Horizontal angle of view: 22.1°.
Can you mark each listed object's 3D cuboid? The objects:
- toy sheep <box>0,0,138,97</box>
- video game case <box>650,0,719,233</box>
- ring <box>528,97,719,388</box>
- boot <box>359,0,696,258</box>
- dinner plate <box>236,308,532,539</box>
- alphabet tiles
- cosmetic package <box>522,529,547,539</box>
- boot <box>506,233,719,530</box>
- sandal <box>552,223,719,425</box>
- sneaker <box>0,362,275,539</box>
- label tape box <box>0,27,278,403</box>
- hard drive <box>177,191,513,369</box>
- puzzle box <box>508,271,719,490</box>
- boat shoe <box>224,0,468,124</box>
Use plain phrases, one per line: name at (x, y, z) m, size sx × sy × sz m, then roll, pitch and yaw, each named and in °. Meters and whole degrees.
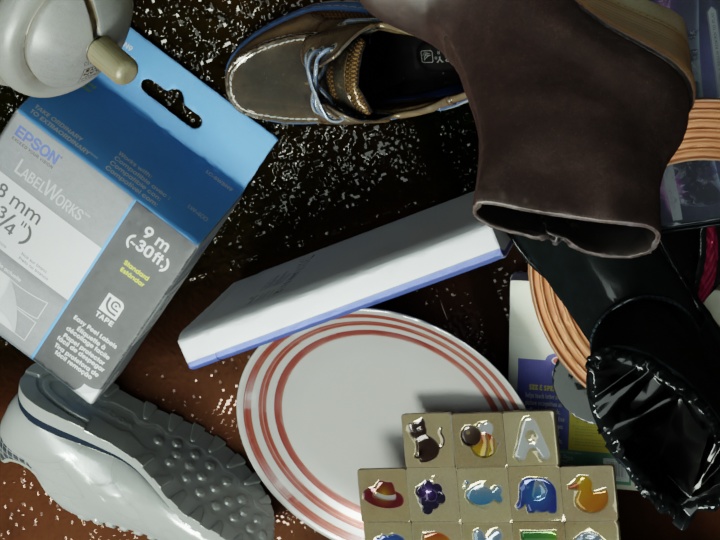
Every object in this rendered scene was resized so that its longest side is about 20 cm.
toy sheep at (-0.197, -0.173, 1.095) m, size 0.200 × 0.137 × 0.138 m, roll 46°, pitch 113°, yaw 32°
video game case at (0.206, -0.098, 1.062) m, size 0.198 × 0.019 × 0.144 m, roll -8°, pitch 78°, yaw 15°
ring at (0.194, -0.002, 1.045) m, size 0.198 × 0.019 × 0.202 m, roll 4°, pitch 112°, yaw 9°
boot at (0.076, -0.097, 0.969) m, size 0.198 × 0.167 × 0.073 m, roll 15°, pitch 141°, yaw 5°
dinner plate at (0.018, 0.102, 1.162) m, size 0.198 × 0.024 × 0.202 m, roll 9°, pitch 127°, yaw 12°
alphabet tiles at (0.080, 0.185, 1.120) m, size 0.165 × 0.006 × 0.202 m, roll -4°, pitch 94°, yaw 24°
cosmetic package at (0.096, 0.256, 1.176) m, size 0.106 × 0.090 × 0.201 m, roll 36°, pitch 106°, yaw 4°
boot at (0.136, 0.030, 0.970) m, size 0.073 × 0.163 × 0.199 m, roll -36°, pitch 100°, yaw 20°
sandal at (0.178, 0.000, 1.088) m, size 0.075 × 0.045 × 0.201 m, roll 28°, pitch 91°, yaw 13°
sneaker at (-0.147, 0.139, 1.214) m, size 0.199 × 0.076 × 0.081 m, roll 33°, pitch 121°, yaw 7°
label tape box at (-0.168, -0.040, 1.166) m, size 0.144 × 0.063 × 0.201 m, roll 36°, pitch 110°, yaw 0°
hard drive at (0.000, 0.000, 1.103) m, size 0.198 × 0.132 × 0.026 m, roll -20°, pitch 99°, yaw 17°
puzzle box at (0.189, 0.070, 1.137) m, size 0.198 × 0.025 × 0.134 m, roll 4°, pitch 106°, yaw 12°
boat shoe at (0.000, -0.123, 1.093) m, size 0.198 × 0.072 × 0.073 m, roll -9°, pitch 107°, yaw 24°
